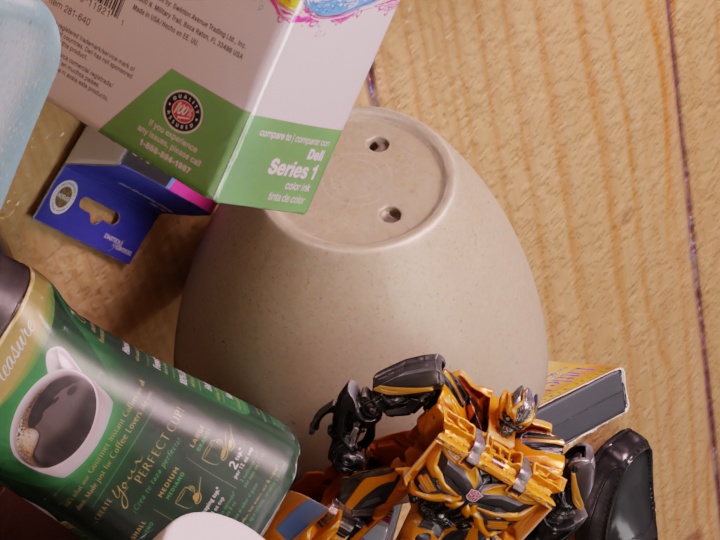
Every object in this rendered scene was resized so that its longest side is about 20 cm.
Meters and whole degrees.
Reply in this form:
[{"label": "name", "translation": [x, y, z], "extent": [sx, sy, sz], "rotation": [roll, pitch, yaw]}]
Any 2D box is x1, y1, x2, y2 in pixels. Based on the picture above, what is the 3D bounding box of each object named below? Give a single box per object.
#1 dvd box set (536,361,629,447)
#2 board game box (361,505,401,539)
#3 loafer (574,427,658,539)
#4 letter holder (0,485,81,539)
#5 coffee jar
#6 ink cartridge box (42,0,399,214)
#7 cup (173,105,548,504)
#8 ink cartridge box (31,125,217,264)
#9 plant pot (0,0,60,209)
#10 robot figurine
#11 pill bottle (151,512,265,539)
[{"label": "dvd box set", "translation": [0.029, 0.082, 1.613], "extent": [0.146, 0.200, 0.029], "rotation": [-24, 109, -43]}, {"label": "board game box", "translation": [-0.014, 0.201, 1.692], "extent": [0.200, 0.041, 0.200], "rotation": [-63, 168, -74]}, {"label": "loafer", "translation": [0.189, 0.198, 2.047], "extent": [0.068, 0.070, 0.201], "rotation": [-32, 140, -36]}, {"label": "letter holder", "translation": [-0.135, 0.184, 1.520], "extent": [0.200, 0.142, 0.101], "rotation": [-57, 148, -2]}, {"label": "coffee jar", "translation": [-0.136, 0.073, 1.393], "extent": [0.200, 0.085, 0.104], "rotation": [33, 91, -15]}, {"label": "ink cartridge box", "translation": [-0.058, -0.148, 1.340], "extent": [0.084, 0.145, 0.200], "rotation": [7, 110, -57]}, {"label": "cup", "translation": [0.000, 0.000, 1.482], "extent": [0.200, 0.200, 0.143], "rotation": [-38, 149, -29]}, {"label": "ink cartridge box", "translation": [-0.082, -0.094, 1.461], "extent": [0.200, 0.037, 0.095], "rotation": [-57, 149, 2]}, {"label": "plant pot", "translation": [-0.231, -0.065, 1.141], "extent": [0.200, 0.196, 0.196], "rotation": [-1, 118, -63]}, {"label": "robot figurine", "translation": [0.024, 0.127, 1.431], "extent": [0.200, 0.145, 0.058], "rotation": [-47, -158, 34]}, {"label": "pill bottle", "translation": [-0.114, 0.206, 1.351], "extent": [0.200, 0.114, 0.114], "rotation": [-46, 156, 29]}]
